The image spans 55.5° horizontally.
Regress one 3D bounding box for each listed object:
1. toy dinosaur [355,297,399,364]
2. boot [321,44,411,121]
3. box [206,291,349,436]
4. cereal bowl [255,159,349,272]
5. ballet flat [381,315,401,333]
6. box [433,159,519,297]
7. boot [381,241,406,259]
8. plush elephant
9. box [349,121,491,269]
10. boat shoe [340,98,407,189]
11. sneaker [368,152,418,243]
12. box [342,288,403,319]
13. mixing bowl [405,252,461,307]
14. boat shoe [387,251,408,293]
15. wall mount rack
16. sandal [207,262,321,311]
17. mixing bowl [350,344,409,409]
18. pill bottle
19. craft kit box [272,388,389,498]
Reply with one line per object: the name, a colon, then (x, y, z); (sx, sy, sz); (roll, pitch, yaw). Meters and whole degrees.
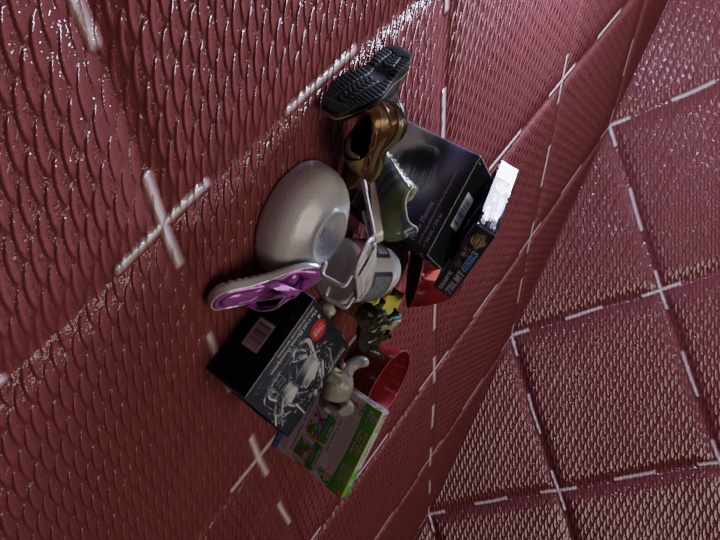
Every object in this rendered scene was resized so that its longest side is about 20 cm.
toy dinosaur: (0.023, 0.119, 1.397); (0.101, 0.077, 0.203); (-26, 148, -32)
boot: (0.011, -0.262, 1.129); (0.199, 0.077, 0.140); (-40, 157, -31)
box: (-0.137, 0.151, 1.194); (0.202, 0.102, 0.183); (-54, 147, -15)
cereal bowl: (-0.080, -0.071, 1.130); (0.200, 0.082, 0.203); (-45, 152, -31)
ballet flat: (0.044, 0.124, 1.609); (0.063, 0.067, 0.199); (-54, 157, 10)
box: (0.225, -0.080, 1.325); (0.200, 0.049, 0.202); (-59, 177, -40)
boot: (0.115, -0.104, 1.392); (0.071, 0.165, 0.205); (26, 80, -24)
plush elephant: (-0.059, 0.192, 1.358); (0.201, 0.152, 0.167); (-48, 153, -27)
box: (0.107, -0.146, 1.280); (0.204, 0.195, 0.123); (-61, 155, 0)
boat shoe: (0.003, -0.200, 1.093); (0.072, 0.077, 0.201); (-16, 159, -29)
sneaker: (0.058, -0.148, 1.201); (0.067, 0.087, 0.207); (85, 2, -75)
box: (0.020, 0.060, 1.478); (0.198, 0.074, 0.051); (0, 117, -62)
mixing bowl: (0.170, -0.011, 1.502); (0.200, 0.105, 0.207); (-169, -90, -85)
boat shoe: (0.073, -0.002, 1.507); (0.200, 0.062, 0.075); (-37, 147, -64)
wall mount rack: (-0.005, -0.037, 1.122); (0.177, 0.073, 0.201); (-61, 170, -17)
sandal: (-0.143, 0.039, 1.078); (0.197, 0.051, 0.083); (-14, 155, -27)
mixing bowl: (0.023, 0.258, 1.651); (0.200, 0.107, 0.204); (-46, 152, -33)
pill bottle: (0.000, 0.000, 1.319); (0.198, 0.118, 0.122); (0, 117, -63)
craft kit box: (-0.065, 0.334, 1.449); (0.204, 0.195, 0.048); (-62, 154, 6)
